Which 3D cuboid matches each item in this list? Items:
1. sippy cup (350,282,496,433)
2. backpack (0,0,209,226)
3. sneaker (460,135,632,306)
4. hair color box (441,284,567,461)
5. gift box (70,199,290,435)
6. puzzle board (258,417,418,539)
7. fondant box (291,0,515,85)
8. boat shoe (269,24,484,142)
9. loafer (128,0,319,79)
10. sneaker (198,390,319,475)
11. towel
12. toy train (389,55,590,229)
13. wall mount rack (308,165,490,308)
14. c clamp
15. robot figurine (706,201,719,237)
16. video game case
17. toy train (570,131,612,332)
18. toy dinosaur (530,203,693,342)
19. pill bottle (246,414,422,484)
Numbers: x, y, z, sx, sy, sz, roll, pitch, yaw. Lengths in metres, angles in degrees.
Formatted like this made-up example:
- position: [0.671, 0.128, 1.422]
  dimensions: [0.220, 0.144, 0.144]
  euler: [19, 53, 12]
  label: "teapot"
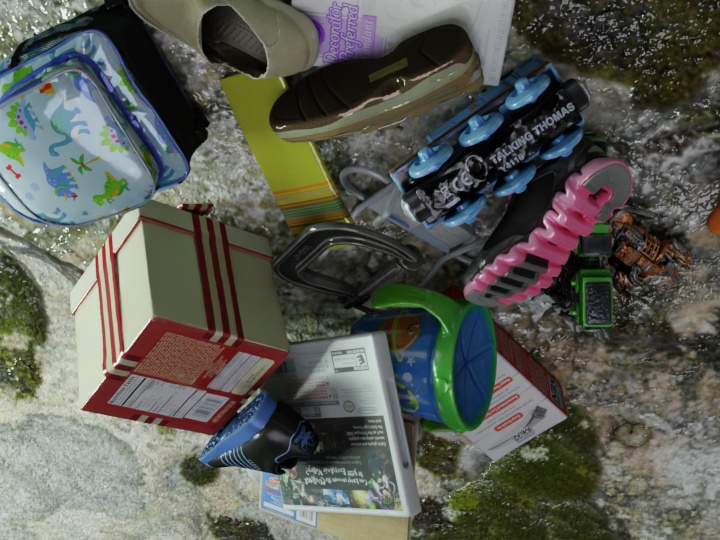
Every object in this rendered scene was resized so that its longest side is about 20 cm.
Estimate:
- position: [0.059, 0.094, 1.063]
  dimensions: [0.130, 0.140, 0.178]
  euler: [1, 98, 27]
  label: "sippy cup"
- position: [-0.277, -0.133, 0.978]
  dimensions: [0.200, 0.147, 0.183]
  euler: [-19, 119, 21]
  label: "backpack"
- position: [0.167, -0.050, 0.986]
  dimensions: [0.079, 0.095, 0.200]
  euler: [25, 117, -41]
  label: "sneaker"
- position: [0.132, 0.121, 1.181]
  dimensions: [0.111, 0.064, 0.200]
  euler: [-37, 113, 25]
  label: "hair color box"
- position: [-0.187, 0.051, 1.084]
  dimensions: [0.200, 0.187, 0.185]
  euler: [22, 127, -38]
  label: "gift box"
- position: [-0.027, 0.213, 1.111]
  dimensions: [0.200, 0.017, 0.151]
  euler: [10, 103, 33]
  label: "puzzle board"
- position: [0.039, -0.252, 0.925]
  dimensions: [0.199, 0.058, 0.145]
  euler: [7, 126, 0]
  label: "fondant box"
- position: [0.017, -0.151, 0.932]
  dimensions: [0.200, 0.072, 0.076]
  euler: [-15, 144, 20]
  label: "boat shoe"
- position: [-0.134, -0.228, 0.916]
  dimensions: [0.200, 0.068, 0.076]
  euler: [24, 127, 16]
  label: "loafer"
- position: [-0.110, 0.186, 1.083]
  dimensions: [0.078, 0.070, 0.200]
  euler: [38, 152, -8]
  label: "sneaker"
- position: [-0.067, -0.109, 1.015]
  dimensions: [0.086, 0.018, 0.200]
  euler: [-6, 117, 43]
  label: "towel"
- position: [0.120, -0.117, 0.959]
  dimensions: [0.200, 0.114, 0.087]
  euler: [-35, 108, 6]
  label: "toy train"
- position: [0.041, -0.023, 1.085]
  dimensions: [0.200, 0.075, 0.174]
  euler: [31, 154, -16]
  label: "wall mount rack"
- position: [0.000, 0.000, 1.050]
  dimensions: [0.171, 0.027, 0.200]
  euler: [17, 157, -12]
  label: "c clamp"
- position: [0.419, -0.070, 0.995]
  dimensions: [0.116, 0.144, 0.200]
  euler: [27, 130, 25]
  label: "robot figurine"
- position: [-0.030, 0.160, 1.059]
  dimensions: [0.200, 0.023, 0.182]
  euler: [-11, 90, 47]
  label: "video game case"
- position: [0.229, -0.039, 1.010]
  dimensions: [0.042, 0.056, 0.201]
  euler: [-1, 90, 3]
  label: "toy train"
- position: [0.243, -0.013, 1.080]
  dimensions: [0.200, 0.102, 0.136]
  euler: [19, 111, 12]
  label: "toy dinosaur"
- position: [-0.037, 0.179, 1.202]
  dimensions: [0.200, 0.116, 0.116]
  euler: [-24, 120, 20]
  label: "pill bottle"
